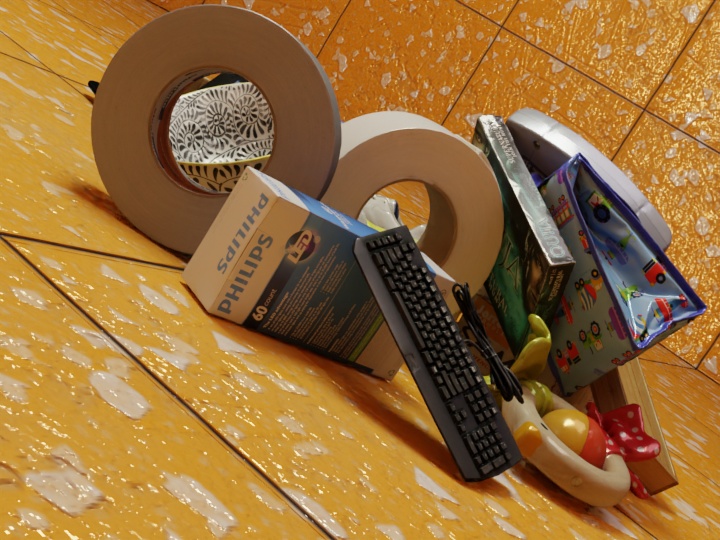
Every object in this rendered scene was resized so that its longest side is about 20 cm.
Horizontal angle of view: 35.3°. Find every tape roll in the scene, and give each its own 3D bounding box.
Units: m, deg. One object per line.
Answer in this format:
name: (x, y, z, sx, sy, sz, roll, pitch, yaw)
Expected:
tape roll: (-0.116, -0.114, 0.933, 0.199, 0.201, 0.066, 32, 8, 1)
tape roll: (0.032, -0.045, 1.061, 0.202, 0.203, 0.071, 28, 9, -25)

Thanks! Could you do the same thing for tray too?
tray: (0.270, 0.124, 1.178, 0.099, 0.037, 0.201, 43, 27, -36)

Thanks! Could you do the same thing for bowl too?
bowl: (-0.119, -0.107, 1.118, 0.199, 0.095, 0.201, -4, 31, 2)

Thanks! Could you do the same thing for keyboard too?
keyboard: (0.071, 0.057, 0.864, 0.127, 0.021, 0.201, -15, 77, -55)

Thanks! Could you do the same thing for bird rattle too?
bird rattle: (0.177, 0.150, 0.984, 0.200, 0.113, 0.163, 44, 18, -12)

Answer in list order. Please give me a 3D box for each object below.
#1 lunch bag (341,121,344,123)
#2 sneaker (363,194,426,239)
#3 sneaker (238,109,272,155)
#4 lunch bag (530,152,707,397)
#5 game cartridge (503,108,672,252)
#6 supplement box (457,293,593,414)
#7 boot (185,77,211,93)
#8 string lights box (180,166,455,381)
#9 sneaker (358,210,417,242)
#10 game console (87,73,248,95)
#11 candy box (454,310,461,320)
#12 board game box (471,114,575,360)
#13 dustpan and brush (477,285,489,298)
lunch bag: (-0.097, -0.151, 1.414, 0.160, 0.083, 0.200, -13, 33, -26)
sneaker: (0.001, -0.066, 1.436, 0.199, 0.087, 0.074, 33, 11, 12)
sneaker: (-0.094, -0.125, 1.229, 0.199, 0.076, 0.078, 29, 14, 11)
lunch bag: (0.205, -0.003, 1.076, 0.201, 0.094, 0.151, 60, -26, 12)
game cartridge: (0.211, -0.063, 1.115, 0.200, 0.041, 0.133, 45, -27, 18)
supplement box: (0.192, 0.097, 1.254, 0.126, 0.074, 0.200, 36, 10, 28)
boot: (-0.265, -0.268, 1.639, 0.155, 0.073, 0.200, 37, 8, 24)
string lights box: (-0.029, 0.008, 0.893, 0.199, 0.103, 0.059, 25, 13, -40)
sneaker: (-0.014, -0.028, 1.296, 0.199, 0.076, 0.105, 27, -8, -30)
game console: (-0.199, -0.193, 1.331, 0.200, 0.170, 0.119, 48, -8, 48)
candy box: (0.000, 0.000, 1.177, 0.199, 0.056, 0.115, 28, 8, -29)
board game box: (0.142, -0.034, 1.091, 0.028, 0.136, 0.201, -7, 49, -15)
dustpan and brush: (0.114, -0.004, 1.204, 0.199, 0.057, 0.140, 28, 15, -17)
